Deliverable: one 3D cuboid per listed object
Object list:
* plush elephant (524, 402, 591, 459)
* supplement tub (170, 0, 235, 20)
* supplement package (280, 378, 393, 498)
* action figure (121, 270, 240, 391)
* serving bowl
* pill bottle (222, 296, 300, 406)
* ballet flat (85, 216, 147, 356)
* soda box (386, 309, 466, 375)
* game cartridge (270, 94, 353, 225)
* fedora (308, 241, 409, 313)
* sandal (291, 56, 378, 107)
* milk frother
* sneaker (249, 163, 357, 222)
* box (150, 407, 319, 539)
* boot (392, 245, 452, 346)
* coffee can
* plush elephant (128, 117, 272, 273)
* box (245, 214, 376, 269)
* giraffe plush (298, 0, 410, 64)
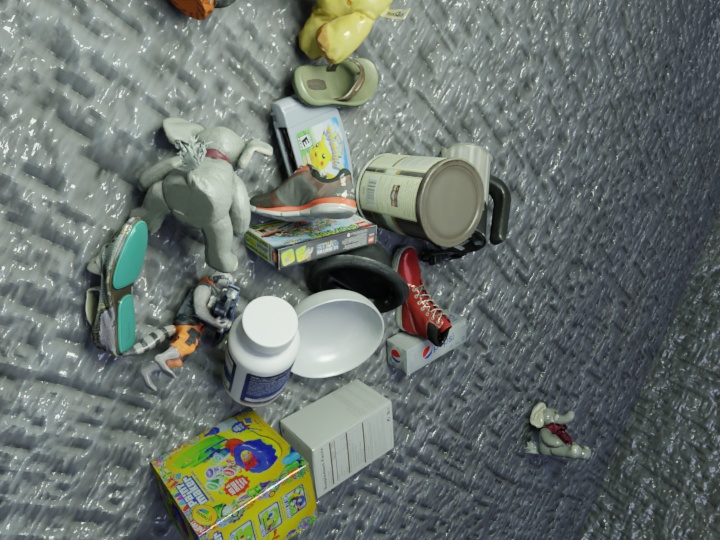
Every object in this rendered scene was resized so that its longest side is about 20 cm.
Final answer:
[{"bbox_3d":[0.617,0.503,1.682,0.164,0.198,0.158,23,66,-44],"label":"plush elephant"},{"bbox_3d":[-0.175,-0.430,0.680,0.201,0.122,0.123,-54,132,-12],"label":"supplement tub"},{"bbox_3d":[-0.043,0.327,1.063,0.198,0.116,0.119,-21,118,-34],"label":"supplement package"},{"bbox_3d":[-0.244,0.067,0.780,0.104,0.200,0.195,32,54,-4],"label":"action figure"},{"bbox_3d":[-0.059,0.107,0.979,0.197,0.066,0.202,-12,132,-13],"label":"serving bowl"},{"bbox_3d":[-0.155,0.127,0.837,0.110,0.112,0.201,-26,158,-32],"label":"pill bottle"},{"bbox_3d":[-0.340,0.020,0.727,0.071,0.072,0.204,-1,112,-41],"label":"ballet flat"},{"bbox_3d":[0.152,0.158,1.210,0.198,0.068,0.064,-22,120,-34],"label":"soda box"},{"bbox_3d":[-0.072,-0.194,0.889,0.133,0.040,0.203,-41,125,-45],"label":"game cartridge"},{"bbox_3d":[0.000,0.000,0.989,0.200,0.198,0.093,40,45,-42],"label":"fedora"},{"bbox_3d":[-0.027,-0.308,0.863,0.200,0.057,0.081,-34,99,-47],"label":"sandal"},{"bbox_3d":[0.195,-0.124,1.118,0.179,0.198,0.191,28,62,-35],"label":"milk frother"},{"bbox_3d":[-0.090,-0.121,0.828,0.077,0.197,0.084,9,83,-62],"label":"sneaker"},{"bbox_3d":[-0.206,0.361,0.875,0.191,0.199,0.124,-24,120,-34],"label":"box"},{"bbox_3d":[0.133,0.053,1.106,0.072,0.143,0.203,-23,118,-31],"label":"boot"},{"bbox_3d":[0.102,-0.133,0.963,0.144,0.199,0.149,-9,108,-31],"label":"coffee can"},{"bbox_3d":[-0.213,-0.132,0.748,0.156,0.162,0.201,-70,-176,-48],"label":"plush elephant"},{"bbox_3d":[-0.081,-0.059,0.899,0.198,0.109,0.035,-17,122,-37],"label":"box"},{"bbox_3d":[-0.041,-0.413,0.751,0.162,0.198,0.175,39,71,-39],"label":"giraffe plush"}]
